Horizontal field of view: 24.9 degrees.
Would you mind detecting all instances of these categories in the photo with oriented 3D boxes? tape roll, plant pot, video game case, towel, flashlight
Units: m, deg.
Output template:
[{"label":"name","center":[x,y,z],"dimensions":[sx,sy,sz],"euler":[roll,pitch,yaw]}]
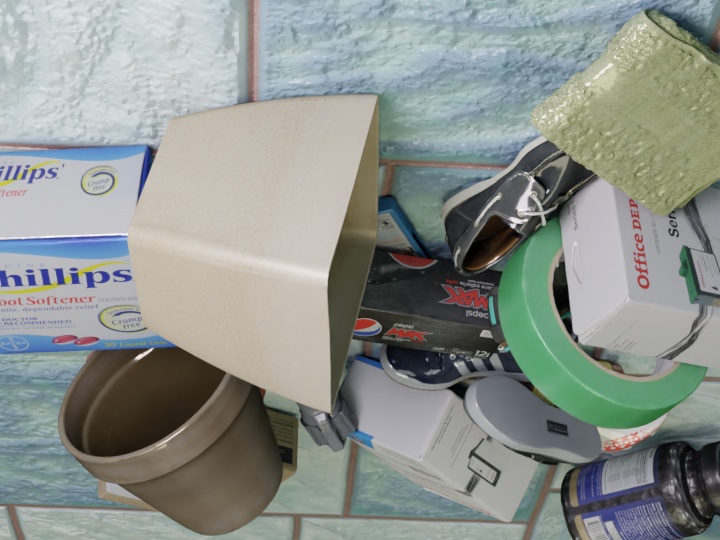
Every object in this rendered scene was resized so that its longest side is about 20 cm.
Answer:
[{"label":"tape roll","center":[0.222,0.042,1.467],"dimensions":[0.200,0.201,0.048],"euler":[14,147,-20]},{"label":"plant pot","center":[-0.089,-0.027,1.374],"dimensions":[0.176,0.200,0.200],"euler":[10,144,7]},{"label":"video game case","center":[0.000,0.000,1.579],"dimensions":[0.143,0.018,0.200],"euler":[-12,146,18]},{"label":"plant pot","center":[-0.167,0.162,1.592],"dimensions":[0.199,0.200,0.174],"euler":[-14,129,23]},{"label":"towel","center":[0.245,-0.125,1.325],"dimensions":[0.200,0.037,0.148],"euler":[25,125,-37]},{"label":"flashlight","center":[-0.065,0.094,1.646],"dimensions":[0.068,0.068,0.200],"euler":[16,148,40]}]

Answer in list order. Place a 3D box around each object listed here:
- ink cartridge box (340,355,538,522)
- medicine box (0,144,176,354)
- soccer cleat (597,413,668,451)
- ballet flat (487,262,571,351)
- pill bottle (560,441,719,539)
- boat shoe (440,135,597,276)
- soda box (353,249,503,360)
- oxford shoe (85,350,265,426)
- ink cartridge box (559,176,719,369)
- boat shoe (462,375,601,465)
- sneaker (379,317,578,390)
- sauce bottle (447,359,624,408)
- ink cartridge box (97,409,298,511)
[{"label":"ink cartridge box","center":[0.080,0.184,1.763],"dimensions":[0.146,0.085,0.200],"euler":[18,166,41]},{"label":"medicine box","center":[-0.264,-0.016,1.477],"dimensions":[0.181,0.103,0.200],"euler":[-3,149,5]},{"label":"soccer cleat","center":[0.238,0.162,1.794],"dimensions":[0.199,0.069,0.085],"euler":[-10,152,25]},{"label":"ballet flat","center":[0.191,0.016,1.531],"dimensions":[0.200,0.069,0.068],"euler":[-18,172,-46]},{"label":"pill bottle","center":[0.346,0.265,1.916],"dimensions":[0.200,0.112,0.112],"euler":[-19,144,30]},{"label":"boat shoe","center":[0.152,-0.062,1.428],"dimensions":[0.072,0.068,0.200],"euler":[25,137,-33]},{"label":"soda box","center":[0.038,0.028,1.537],"dimensions":[0.199,0.071,0.063],"euler":[9,149,-13]},{"label":"oxford shoe","center":[-0.189,0.129,1.688],"dimensions":[0.199,0.075,0.070],"euler":[15,146,-22]},{"label":"ink cartridge box","center":[0.288,0.001,1.440],"dimensions":[0.199,0.147,0.084],"euler":[10,146,-22]},{"label":"boat shoe","center":[0.168,0.163,1.673],"dimensions":[0.057,0.069,0.200],"euler":[-23,145,39]},{"label":"sneaker","center":[0.125,0.068,1.627],"dimensions":[0.199,0.070,0.109],"euler":[0,154,-21]},{"label":"sauce bottle","center":[0.179,0.117,1.724],"dimensions":[0.199,0.066,0.066],"euler":[8,148,-9]},{"label":"ink cartridge box","center":[-0.190,0.217,1.886],"dimensions":[0.164,0.075,0.200],"euler":[17,146,-27]}]
